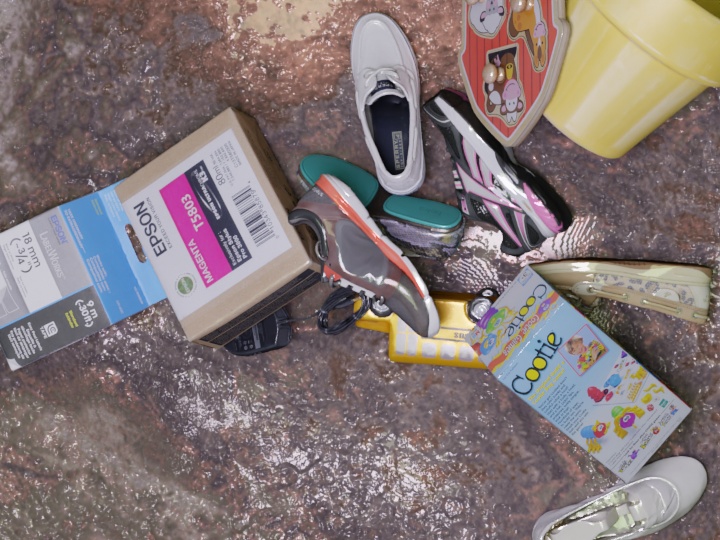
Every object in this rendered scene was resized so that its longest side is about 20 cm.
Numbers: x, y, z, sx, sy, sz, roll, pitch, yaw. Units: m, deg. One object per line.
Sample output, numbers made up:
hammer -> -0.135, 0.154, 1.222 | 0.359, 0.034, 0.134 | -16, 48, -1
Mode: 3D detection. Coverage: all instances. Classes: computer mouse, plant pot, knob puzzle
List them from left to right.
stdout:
computer mouse -> -0.069, 0.053, 1.768 | 0.198, 0.034, 0.059 | -13, 80, 32
knob puzzle -> 0.143, -0.225, 1.644 | 0.030, 0.219, 0.222 | 0, 98, -28
plant pot -> 0.267, -0.224, 1.625 | 0.200, 0.201, 0.189 | 40, 118, 4

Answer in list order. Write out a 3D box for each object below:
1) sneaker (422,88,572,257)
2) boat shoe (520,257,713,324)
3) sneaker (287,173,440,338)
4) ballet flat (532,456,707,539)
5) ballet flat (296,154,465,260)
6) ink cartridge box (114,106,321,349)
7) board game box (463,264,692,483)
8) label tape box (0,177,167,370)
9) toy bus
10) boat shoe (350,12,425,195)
sneaker -> 0.125, -0.097, 1.717 | 0.086, 0.080, 0.201 | -42, 82, 23
boat shoe -> 0.264, 0.020, 1.702 | 0.198, 0.073, 0.063 | 3, 94, 10
sneaker -> 0.000, 0.000, 1.676 | 0.082, 0.077, 0.200 | -39, 85, -10
ballet flat -> 0.274, 0.258, 1.731 | 0.198, 0.069, 0.070 | -24, 91, 12
ballet flat -> 0.017, -0.058, 1.744 | 0.199, 0.072, 0.073 | 23, 100, 20
ink cartridge box -> -0.147, -0.044, 1.749 | 0.164, 0.075, 0.201 | -33, 73, 13
board game box -> 0.219, 0.104, 1.658 | 0.200, 0.103, 0.105 | 39, 96, -26
label tape box -> -0.323, 0.003, 1.820 | 0.198, 0.063, 0.145 | -24, 92, 13
toy bus -> 0.093, 0.059, 1.745 | 0.198, 0.065, 0.079 | 4, 99, 10
boat shoe -> 0.031, -0.181, 1.709 | 0.073, 0.065, 0.202 | -15, 76, 5
